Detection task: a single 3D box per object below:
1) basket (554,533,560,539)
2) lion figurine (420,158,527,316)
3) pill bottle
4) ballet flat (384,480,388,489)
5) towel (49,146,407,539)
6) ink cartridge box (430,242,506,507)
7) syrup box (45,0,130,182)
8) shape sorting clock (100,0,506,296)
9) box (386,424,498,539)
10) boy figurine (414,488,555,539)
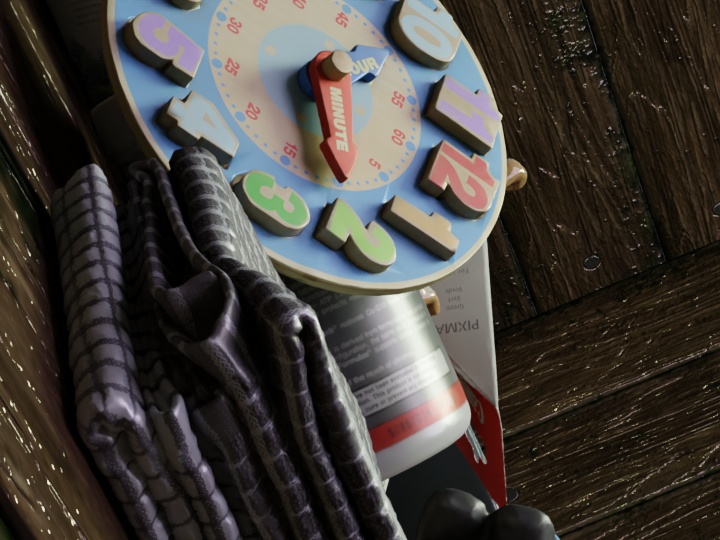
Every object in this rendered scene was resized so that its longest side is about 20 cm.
[{"bbox_3d":[0.089,0.246,1.133,0.200,0.139,0.177,-38,109,-56],"label":"basket"},{"bbox_3d":[0.001,0.006,1.107,0.072,0.122,0.200,40,-43,18],"label":"lion figurine"},{"bbox_3d":[-0.039,0.001,1.010,0.116,0.115,0.201,-61,127,-87],"label":"pill bottle"},{"bbox_3d":[-0.013,0.091,1.452,0.067,0.063,0.201,145,-77,-89],"label":"ballet flat"},{"bbox_3d":[-0.038,0.063,0.838,0.166,0.085,0.200,-110,177,-59],"label":"towel"},{"bbox_3d":[0.043,0.029,1.328,0.161,0.050,0.201,-124,-151,-73],"label":"ink cartridge box"},{"bbox_3d":[-0.082,-0.098,1.109,0.081,0.079,0.201,-43,116,-48],"label":"syrup box"},{"bbox_3d":[-0.019,-0.080,0.957,0.199,0.039,0.201,22,51,-30],"label":"shape sorting clock"},{"bbox_3d":[0.058,0.196,1.632,0.200,0.104,0.183,62,7,-65],"label":"box"},{"bbox_3d":[0.029,0.186,1.023,0.200,0.124,0.065,-61,162,-52],"label":"boy figurine"}]
